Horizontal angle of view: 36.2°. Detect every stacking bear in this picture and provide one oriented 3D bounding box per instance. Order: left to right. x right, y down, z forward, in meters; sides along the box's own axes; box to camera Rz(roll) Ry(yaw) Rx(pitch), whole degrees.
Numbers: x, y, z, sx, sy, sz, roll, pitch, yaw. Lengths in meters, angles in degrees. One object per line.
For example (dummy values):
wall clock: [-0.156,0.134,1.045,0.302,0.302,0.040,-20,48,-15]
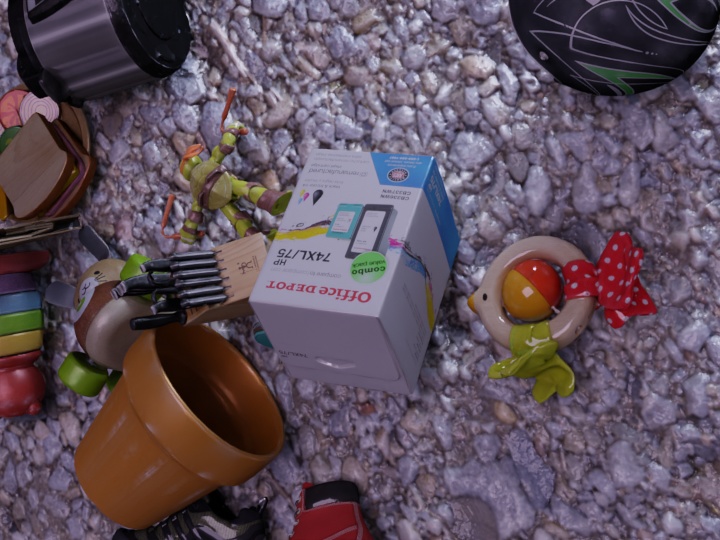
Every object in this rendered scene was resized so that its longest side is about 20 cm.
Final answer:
stacking bear: [-0.448,0.085,1.388,0.119,0.114,0.203,-9,91,6]

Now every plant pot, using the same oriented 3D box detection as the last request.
plant pot: [-0.217,0.184,1.237,0.183,0.200,0.201,-42,72,16]

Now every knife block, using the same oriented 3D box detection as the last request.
knife block: [-0.169,0.022,1.210,0.173,0.200,0.065,-17,80,6]

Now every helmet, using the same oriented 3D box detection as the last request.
helmet: [0.250,-0.265,1.076,0.197,0.190,0.204,-2,85,21]

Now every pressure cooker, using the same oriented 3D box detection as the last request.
pressure cooker: [-0.327,-0.295,1.328,0.197,0.176,0.181,-12,99,22]

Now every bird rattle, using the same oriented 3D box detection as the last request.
bird rattle: [0.195,0.028,1.134,0.163,0.112,0.201,43,100,36]

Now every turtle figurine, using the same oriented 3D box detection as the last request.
turtle figurine: [-0.158,-0.104,1.303,0.160,0.064,0.202,32,98,21]

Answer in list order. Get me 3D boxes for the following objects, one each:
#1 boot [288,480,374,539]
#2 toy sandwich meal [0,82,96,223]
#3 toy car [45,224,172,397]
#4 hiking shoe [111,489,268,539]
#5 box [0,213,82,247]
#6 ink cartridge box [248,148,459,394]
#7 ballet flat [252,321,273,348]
boot: [-0.079,0.317,1.216,0.198,0.073,0.145,-28,46,5]
toy sandwich meal: [-0.431,-0.150,1.416,0.202,0.070,0.209,-2,86,22]
toy car: [-0.307,0.033,1.320,0.199,0.157,0.165,38,97,32]
hiking shoe: [-0.198,0.304,1.297,0.197,0.076,0.102,1,75,15]
box: [-0.465,-0.031,1.351,0.198,0.163,0.022,-13,94,34]
ink cartridge box: [0.000,0.000,1.143,0.145,0.147,0.202,6,56,22]
ballet flat: [-0.026,0.060,1.245,0.197,0.074,0.076,5,88,21]
